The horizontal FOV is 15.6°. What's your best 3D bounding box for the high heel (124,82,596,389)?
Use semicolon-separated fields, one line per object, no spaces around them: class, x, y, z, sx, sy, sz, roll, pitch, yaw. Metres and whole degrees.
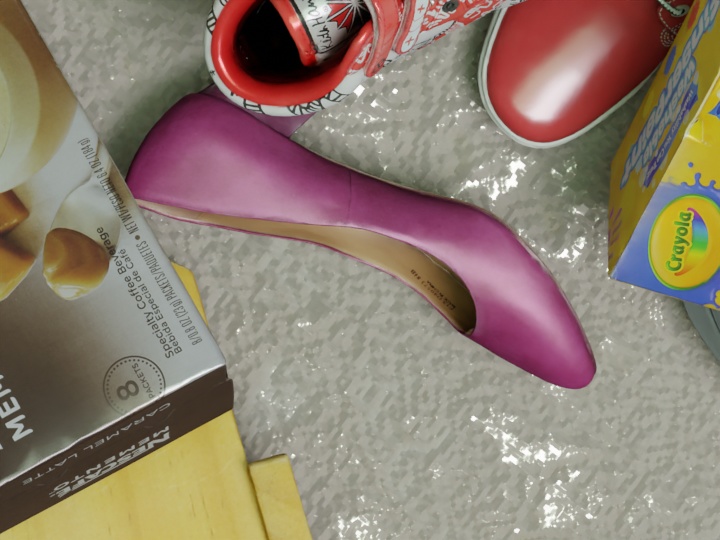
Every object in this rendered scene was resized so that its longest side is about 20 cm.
high heel;0.000;0.000;1.065;0.200;0.067;0.096;41;69;4

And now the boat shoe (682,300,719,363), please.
boat shoe;0.223;0.040;1.112;0.202;0.065;0.075;28;106;-4

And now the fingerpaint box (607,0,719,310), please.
fingerpaint box;0.204;-0.065;0.987;0.166;0.073;0.200;15;134;-8

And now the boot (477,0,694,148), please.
boot;0.127;-0.128;1.033;0.072;0.144;0.200;41;91;-10

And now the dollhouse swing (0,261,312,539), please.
dollhouse swing;-0.123;0.122;1.089;0.200;0.176;0.182;-17;140;-5

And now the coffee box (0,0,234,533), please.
coffee box;-0.145;-0.013;1.009;0.114;0.080;0.200;-28;77;-9

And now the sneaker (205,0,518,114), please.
sneaker;0.035;-0.117;0.968;0.201;0.108;0.067;-23;101;23
